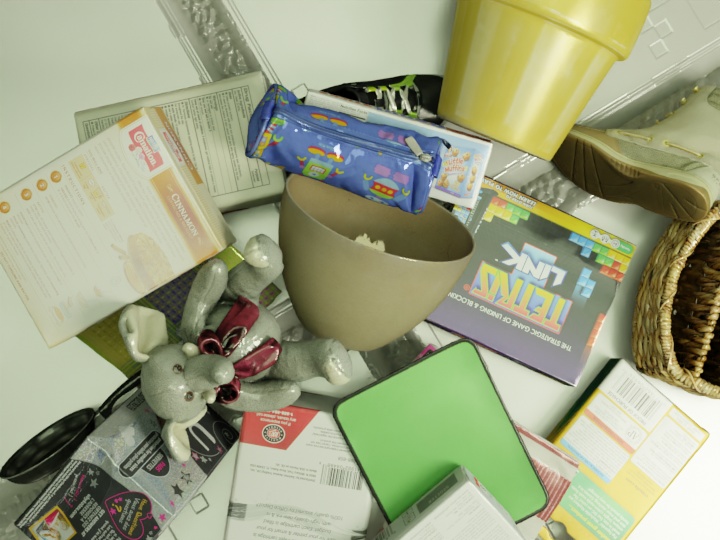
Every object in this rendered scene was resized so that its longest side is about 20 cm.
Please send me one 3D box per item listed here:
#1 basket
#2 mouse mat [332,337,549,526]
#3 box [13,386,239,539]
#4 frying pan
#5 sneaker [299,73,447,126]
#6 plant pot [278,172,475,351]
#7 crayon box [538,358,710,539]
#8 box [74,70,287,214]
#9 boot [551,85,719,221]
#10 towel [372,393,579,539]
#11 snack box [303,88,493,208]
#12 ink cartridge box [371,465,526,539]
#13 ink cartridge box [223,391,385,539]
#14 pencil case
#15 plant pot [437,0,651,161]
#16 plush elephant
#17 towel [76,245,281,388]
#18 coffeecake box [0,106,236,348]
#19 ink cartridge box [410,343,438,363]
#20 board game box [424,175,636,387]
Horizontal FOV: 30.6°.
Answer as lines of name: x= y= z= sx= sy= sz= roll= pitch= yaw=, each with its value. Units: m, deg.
basket: x=0.379 y=0.031 z=1.350 sx=0.142 sy=0.149 sz=0.202 roll=21 pitch=87 yaw=-21
mouse mat: x=0.081 y=0.185 z=1.310 sx=0.160 sy=0.008 sz=0.201 roll=-26 pitch=100 yaw=1
box: x=-0.221 y=0.203 z=1.292 sx=0.115 sy=0.200 sz=0.132 roll=42 pitch=110 yaw=-1
frying pan: x=-0.293 y=0.161 z=1.367 sx=0.190 sy=0.115 sz=0.031 roll=-39 pitch=106 yaw=-28
sneaker: x=0.010 y=-0.166 z=1.392 sx=0.198 sy=0.083 sz=0.072 roll=-13 pitch=88 yaw=-3
plant pot: x=0.000 y=0.000 z=1.322 sx=0.199 sy=0.201 sz=0.135 roll=20 pitch=113 yaw=-1
crayon box: x=0.258 y=0.209 z=1.401 sx=0.126 sy=0.052 sz=0.200 roll=40 pitch=86 yaw=0
box: x=-0.183 y=-0.117 z=1.369 sx=0.198 sy=0.109 sz=0.129 roll=-12 pitch=89 yaw=-3
boot: x=0.314 y=-0.141 z=1.404 sx=0.199 sy=0.072 sz=0.155 roll=24 pitch=56 yaw=32
towel: x=0.114 y=0.242 z=1.336 sx=0.143 sy=0.023 sz=0.201 roll=31 pitch=96 yaw=-9
snack box: x=0.032 y=-0.125 z=1.351 sx=0.198 sy=0.024 sz=0.072 roll=15 pitch=104 yaw=-5
ink cartridge box: x=0.105 y=0.317 z=1.316 sx=0.162 sy=0.050 sz=0.200 roll=-40 pitch=108 yaw=3
ink cartridge box: x=-0.062 y=0.233 z=1.356 sx=0.143 sy=0.084 sz=0.202 roll=10 pitch=96 yaw=-2
pencil case: x=-0.013 y=-0.119 z=1.290 sx=0.198 sy=0.087 sz=0.079 roll=17 pitch=68 yaw=-10
plant pot: x=0.172 y=-0.223 z=1.352 sx=0.199 sy=0.201 sz=0.190 roll=21 pitch=97 yaw=-1
plush elephant: x=-0.141 y=0.084 z=1.242 sx=0.199 sy=0.155 sz=0.166 roll=-20 pitch=105 yaw=34
towel: x=-0.197 y=0.037 z=1.353 sx=0.200 sy=0.023 sz=0.144 roll=-40 pitch=112 yaw=17
coffeecake box: x=-0.246 y=-0.043 z=1.271 sx=0.199 sy=0.073 sz=0.154 roll=-29 pitch=93 yaw=9
ink cartridge box: x=0.111 y=0.179 z=1.374 sx=0.095 sy=0.037 sz=0.200 roll=-46 pitch=75 yaw=5
board game box: x=0.170 y=0.009 z=1.405 sx=0.199 sy=0.057 sz=0.166 roll=24 pitch=85 yaw=-1
